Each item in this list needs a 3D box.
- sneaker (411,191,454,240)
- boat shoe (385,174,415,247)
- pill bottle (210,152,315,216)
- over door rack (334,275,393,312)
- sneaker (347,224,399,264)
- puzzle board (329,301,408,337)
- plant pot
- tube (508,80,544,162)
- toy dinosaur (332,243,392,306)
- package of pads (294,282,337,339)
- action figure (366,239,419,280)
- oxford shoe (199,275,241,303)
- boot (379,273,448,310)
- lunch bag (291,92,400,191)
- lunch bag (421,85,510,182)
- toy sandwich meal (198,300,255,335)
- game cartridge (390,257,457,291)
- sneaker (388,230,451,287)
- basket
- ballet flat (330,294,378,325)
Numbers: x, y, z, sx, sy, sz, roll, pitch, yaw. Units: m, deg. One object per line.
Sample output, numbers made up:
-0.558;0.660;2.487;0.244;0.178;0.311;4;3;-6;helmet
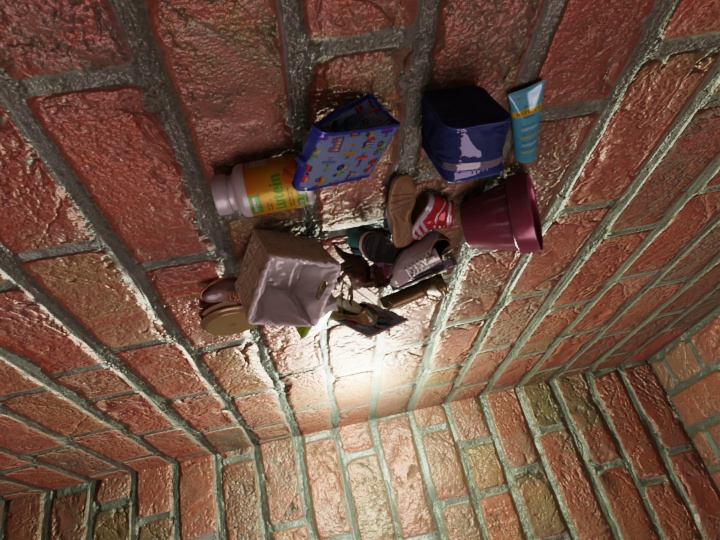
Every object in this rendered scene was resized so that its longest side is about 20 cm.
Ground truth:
0.170;-0.121;1.356;0.112;0.071;0.200;7;142;-27;sneaker
0.091;-0.154;1.270;0.071;0.069;0.200;-12;129;-14;boat shoe
-0.201;-0.173;1.064;0.199;0.111;0.111;-12;150;-5;pill bottle
-0.017;0.057;1.478;0.200;0.067;0.148;24;163;25;over door rack
0.012;-0.074;1.313;0.200;0.121;0.084;21;92;-64;sneaker
0.018;0.135;1.502;0.150;0.200;0.017;-19;115;-36;puzzle board
0.359;-0.133;1.318;0.179;0.201;0.200;-9;154;24;plant pot
0.364;-0.324;1.129;0.077;0.050;0.200;-24;144;2;tube
0.000;0.000;1.371;0.135;0.200;0.086;-29;148;-1;toy dinosaur
-0.154;0.093;1.484;0.068;0.155;0.200;-21;157;-35;package of pads
0.102;-0.041;1.468;0.149;0.134;0.200;35;125;-4;action figure
-0.341;0.058;1.415;0.199;0.073;0.071;-13;127;-11;oxford shoe
0.160;0.075;1.550;0.199;0.066;0.175;-22;178;3;boot
-0.044;-0.228;0.972;0.200;0.094;0.151;-33;166;-39;lunch bag
0.195;-0.266;1.006;0.135;0.200;0.133;-9;132;-6;lunch bag
-0.395;0.130;1.543;0.205;0.070;0.205;-14;154;-7;toy sandwich meal
0.196;0.010;1.576;0.200;0.038;0.130;-24;180;16;game cartridge
0.160;-0.028;1.360;0.200;0.085;0.073;-45;126;-11;sneaker
-0.187;0.018;1.290;0.200;0.161;0.199;8;118;-33;basket
-0.036;0.105;1.443;0.200;0.068;0.072;12;145;48;ballet flat
